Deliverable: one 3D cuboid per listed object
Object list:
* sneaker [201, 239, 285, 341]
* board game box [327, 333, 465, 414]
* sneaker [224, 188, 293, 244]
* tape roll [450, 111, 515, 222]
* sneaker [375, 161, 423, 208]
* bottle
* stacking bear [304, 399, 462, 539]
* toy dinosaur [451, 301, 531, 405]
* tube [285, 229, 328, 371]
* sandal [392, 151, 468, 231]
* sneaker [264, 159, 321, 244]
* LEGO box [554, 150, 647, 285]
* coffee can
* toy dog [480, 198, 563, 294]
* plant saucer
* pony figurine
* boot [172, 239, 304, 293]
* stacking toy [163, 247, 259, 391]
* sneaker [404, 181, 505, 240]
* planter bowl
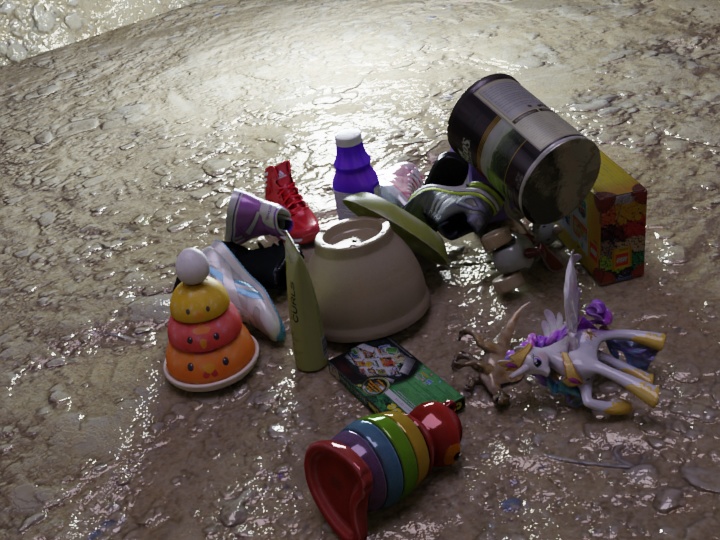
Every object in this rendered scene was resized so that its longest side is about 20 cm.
[{"bbox_3d":[-0.191,0.045,1.483,0.081,0.077,0.200,-40,66,-14],"label":"sneaker"},{"bbox_3d":[0.046,0.156,1.317,0.104,0.024,0.200,-21,32,-23],"label":"board game box"},{"bbox_3d":[-0.176,-0.076,1.670,0.113,0.074,0.201,15,-11,-4],"label":"sneaker"},{"bbox_3d":[0.215,-0.183,1.659,0.084,0.202,0.201,-11,30,-1],"label":"tape roll"},{"bbox_3d":[0.084,-0.148,1.758,0.104,0.076,0.200,-23,29,-13],"label":"sneaker"},{"bbox_3d":[-0.007,-0.143,1.652,0.083,0.202,0.065,8,34,30],"label":"bottle"},{"bbox_3d":[0.042,0.219,1.138,0.198,0.123,0.113,-20,38,-35],"label":"stacking bear"},{"bbox_3d":[0.181,0.120,1.327,0.100,0.059,0.201,13,43,8],"label":"toy dinosaur"},{"bbox_3d":[-0.083,0.047,1.357,0.057,0.202,0.052,11,33,29],"label":"tube"},{"bbox_3d":[0.122,-0.122,1.619,0.075,0.201,0.048,28,36,-11],"label":"sandal"},{"bbox_3d":[-0.136,-0.131,1.751,0.078,0.117,0.200,-22,33,-22],"label":"sneaker"},{"bbox_3d":[0.373,-0.095,1.520,0.076,0.151,0.201,-12,31,-8],"label":"LEGO box"},{"bbox_3d":[0.244,-0.186,1.442,0.145,0.148,0.200,-21,46,-20],"label":"coffee can"},{"bbox_3d":[0.272,-0.044,1.506,0.096,0.133,0.201,-12,32,42],"label":"toy dog"},{"bbox_3d":[0.062,-0.074,1.545,0.199,0.199,0.031,26,84,44],"label":"plant saucer"},{"bbox_3d":[0.291,0.097,1.249,0.197,0.168,0.194,16,44,11],"label":"pony figurine"},{"bbox_3d":[-0.195,0.010,1.579,0.160,0.074,0.198,7,30,25],"label":"boot"},{"bbox_3d":[-0.233,0.059,1.376,0.144,0.202,0.147,-7,30,4],"label":"stacking toy"},{"bbox_3d":[0.135,-0.090,1.530,0.199,0.074,0.081,-7,40,51],"label":"sneaker"},{"bbox_3d":[0.000,0.000,1.457,0.197,0.136,0.201,-10,24,4],"label":"planter bowl"}]
